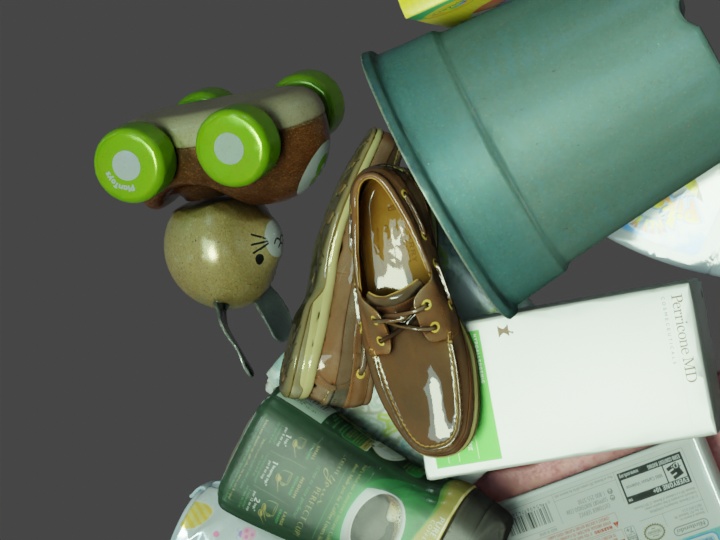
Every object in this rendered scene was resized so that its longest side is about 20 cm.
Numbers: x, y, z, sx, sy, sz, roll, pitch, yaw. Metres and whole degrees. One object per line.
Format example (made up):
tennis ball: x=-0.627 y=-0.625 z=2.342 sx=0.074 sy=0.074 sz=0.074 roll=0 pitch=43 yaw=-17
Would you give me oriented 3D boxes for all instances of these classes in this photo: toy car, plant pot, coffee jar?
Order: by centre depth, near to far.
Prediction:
plant pot: x=0.134 y=-0.101 z=1.166 sx=0.196 sy=0.200 sz=0.200 roll=-29 pitch=86 yaw=8
coffee jar: x=0.005 y=0.170 z=1.286 sx=0.200 sy=0.085 sz=0.104 roll=29 pitch=96 yaw=13
toy car: x=-0.084 y=-0.029 z=1.310 sx=0.158 sy=0.164 sz=0.200 roll=-7 pitch=104 yaw=21

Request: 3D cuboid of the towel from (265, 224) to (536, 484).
towel: x=0.046 y=0.077 z=1.330 sx=0.171 sy=0.048 sz=0.200 roll=47 pitch=109 yaw=6

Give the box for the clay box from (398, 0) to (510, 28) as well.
clay box: x=0.096 y=-0.203 z=1.192 sx=0.115 sy=0.200 sz=0.048 roll=-22 pitch=86 yaw=22

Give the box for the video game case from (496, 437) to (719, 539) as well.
video game case: x=0.189 y=0.231 z=1.286 sx=0.200 sy=0.024 sz=0.182 roll=-25 pitch=83 yaw=29

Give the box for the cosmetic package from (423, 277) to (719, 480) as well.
cosmetic package: x=0.141 y=0.074 z=1.230 sx=0.200 sy=0.085 sz=0.108 roll=-12 pitch=87 yaw=16

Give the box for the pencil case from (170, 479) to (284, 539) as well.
pencil case: x=-0.048 y=0.233 z=1.361 sx=0.200 sy=0.083 sz=0.091 roll=21 pitch=119 yaw=18

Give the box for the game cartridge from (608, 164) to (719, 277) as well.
game cartridge: x=0.216 y=-0.076 z=1.253 sx=0.200 sy=0.040 sz=0.133 roll=26 pitch=108 yaw=16

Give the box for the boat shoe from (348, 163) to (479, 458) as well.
boat shoe: x=0.027 y=0.027 z=1.184 sx=0.072 sy=0.068 sz=0.200 roll=-14 pitch=83 yaw=15

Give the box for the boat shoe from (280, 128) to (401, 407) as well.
boat shoe: x=0.000 y=0.000 z=1.271 sx=0.067 sy=0.072 sz=0.200 roll=17 pitch=81 yaw=-8
